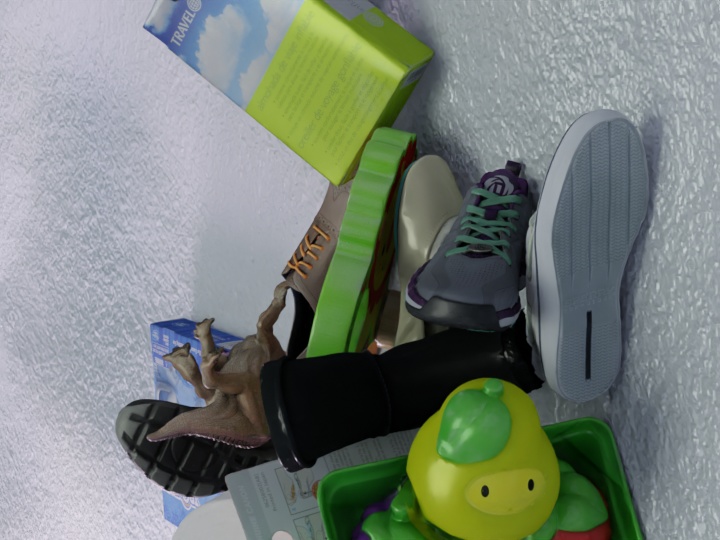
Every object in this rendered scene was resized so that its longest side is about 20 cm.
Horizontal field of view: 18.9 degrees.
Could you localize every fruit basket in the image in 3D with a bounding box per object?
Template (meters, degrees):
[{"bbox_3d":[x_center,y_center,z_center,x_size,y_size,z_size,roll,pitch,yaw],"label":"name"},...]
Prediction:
[{"bbox_3d":[0.080,0.160,1.363,0.216,0.216,0.156,135,124,-60],"label":"fruit basket"}]

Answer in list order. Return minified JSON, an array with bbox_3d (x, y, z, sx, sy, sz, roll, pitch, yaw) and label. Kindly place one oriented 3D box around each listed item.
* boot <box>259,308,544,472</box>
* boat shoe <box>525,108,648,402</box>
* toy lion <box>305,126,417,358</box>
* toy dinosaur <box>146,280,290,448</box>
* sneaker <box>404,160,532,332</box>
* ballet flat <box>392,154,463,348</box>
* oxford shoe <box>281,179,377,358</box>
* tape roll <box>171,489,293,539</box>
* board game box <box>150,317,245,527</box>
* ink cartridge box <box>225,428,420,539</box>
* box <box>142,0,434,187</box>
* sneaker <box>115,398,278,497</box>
[{"bbox_3d":[0.031,0.074,1.402,0.198,0.162,0.073,1,-105,-79],"label":"boot"},{"bbox_3d":[0.130,-0.015,1.363,0.067,0.074,0.200,-135,44,-53],"label":"boat shoe"},{"bbox_3d":[0.000,0.000,1.566,0.200,0.069,0.192,-66,-11,-53],"label":"toy lion"},{"bbox_3d":[-0.083,0.102,1.747,0.086,0.200,0.136,-15,111,37],"label":"toy dinosaur"},{"bbox_3d":[0.074,-0.020,1.399,0.200,0.074,0.088,-56,-26,-75],"label":"sneaker"},{"bbox_3d":[0.061,0.017,1.548,0.069,0.069,0.200,-140,46,-56],"label":"ballet flat"},{"bbox_3d":[-0.020,-0.011,1.686,0.071,0.073,0.200,41,132,55],"label":"oxford shoe"},{"bbox_3d":[-0.048,0.245,1.558,0.202,0.071,0.203,19,120,36],"label":"tape roll"},{"bbox_3d":[-0.139,0.156,2.021,0.200,0.043,0.199,13,109,64],"label":"board game box"},{"bbox_3d":[0.020,0.190,1.482,0.057,0.200,0.163,122,129,-66],"label":"ink cartridge box"},{"bbox_3d":[-0.056,-0.171,1.612,0.200,0.048,0.122,39,124,11],"label":"box"},{"bbox_3d":[-0.116,0.152,1.805,0.075,0.200,0.079,-62,23,12],"label":"sneaker"}]
